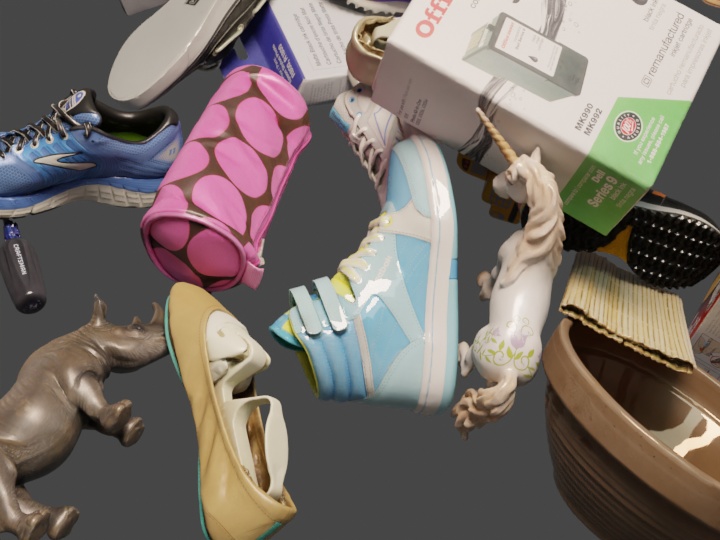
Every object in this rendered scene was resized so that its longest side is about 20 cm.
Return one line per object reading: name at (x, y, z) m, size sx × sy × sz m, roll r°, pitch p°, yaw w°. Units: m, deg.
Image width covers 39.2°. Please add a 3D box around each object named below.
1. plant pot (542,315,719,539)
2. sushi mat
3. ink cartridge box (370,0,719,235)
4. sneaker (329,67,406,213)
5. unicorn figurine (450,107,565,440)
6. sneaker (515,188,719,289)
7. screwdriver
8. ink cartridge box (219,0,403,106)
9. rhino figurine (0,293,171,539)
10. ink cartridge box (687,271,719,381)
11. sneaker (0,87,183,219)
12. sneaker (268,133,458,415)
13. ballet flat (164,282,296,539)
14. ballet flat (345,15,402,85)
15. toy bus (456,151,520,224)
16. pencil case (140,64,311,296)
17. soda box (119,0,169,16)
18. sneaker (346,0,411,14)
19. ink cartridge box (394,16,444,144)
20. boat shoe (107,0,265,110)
plant pot at (0.191, 0.125, 0.654) m, size 0.199 × 0.093 × 0.201 m, roll 27°, pitch 19°, yaw -10°
sushi mat at (0.197, 0.024, 0.746) m, size 0.095 × 0.012 × 0.200 m, roll 28°, pitch 17°, yaw 8°
ink cartridge box at (0.127, -0.143, 0.706) m, size 0.199 × 0.084 × 0.147 m, roll 29°, pitch 69°, yaw 3°
sneaker at (0.015, -0.106, 0.834) m, size 0.086 × 0.075 × 0.201 m, roll 11°, pitch 47°, yaw -13°
unicorn figurine at (0.105, 0.011, 0.697) m, size 0.073 × 0.137 × 0.202 m, roll 1°, pitch 75°, yaw -5°
sneaker at (0.204, -0.052, 0.798) m, size 0.198 × 0.070 × 0.091 m, roll 15°, pitch 40°, yaw -25°
screwdriver at (-0.266, -0.047, 0.763) m, size 0.029 × 0.028 × 0.201 m, roll -28°, pitch 55°, yaw 4°
ink cartridge box at (-0.046, -0.236, 0.954) m, size 0.198 × 0.041 × 0.201 m, roll -12°, pitch 55°, yaw -21°
rhino figurine at (-0.185, 0.084, 0.651) m, size 0.087 × 0.060 × 0.201 m, roll 22°, pitch 48°, yaw 12°
ink cartridge box at (0.328, -0.014, 0.750) m, size 0.083 × 0.201 × 0.176 m, roll 31°, pitch 52°, yaw 14°
sneaker at (-0.228, -0.097, 0.756) m, size 0.198 × 0.090 × 0.079 m, roll -8°, pitch 43°, yaw -26°
sneaker at (0.000, 0.000, 0.711) m, size 0.129 × 0.080 × 0.202 m, roll 0°, pitch 79°, yaw -7°
ballet flat at (-0.081, 0.085, 0.666) m, size 0.063 × 0.069 × 0.201 m, roll -29°, pitch 58°, yaw 20°
ballet flat at (0.084, -0.168, 0.788) m, size 0.198 × 0.070 × 0.070 m, roll 5°, pitch 49°, yaw 7°
toy bus at (0.142, -0.135, 0.896) m, size 0.078 × 0.065 × 0.201 m, roll 22°, pitch 50°, yaw 6°
pencil case at (-0.095, -0.073, 0.781) m, size 0.093 × 0.091 × 0.201 m, roll 16°, pitch 48°, yaw 1°
soda box at (-0.140, -0.311, 0.941) m, size 0.198 × 0.064 × 0.069 m, roll -20°, pitch 56°, yaw -2°
sneaker at (0.059, -0.285, 0.926) m, size 0.198 × 0.100 × 0.070 m, roll 15°, pitch 43°, yaw -9°
ink cartridge box at (0.122, -0.159, 0.851) m, size 0.198 × 0.057 × 0.164 m, roll -12°, pitch 52°, yaw -1°
boat shoe at (-0.139, -0.209, 0.889) m, size 0.070 × 0.064 × 0.201 m, roll 28°, pitch 73°, yaw 35°
